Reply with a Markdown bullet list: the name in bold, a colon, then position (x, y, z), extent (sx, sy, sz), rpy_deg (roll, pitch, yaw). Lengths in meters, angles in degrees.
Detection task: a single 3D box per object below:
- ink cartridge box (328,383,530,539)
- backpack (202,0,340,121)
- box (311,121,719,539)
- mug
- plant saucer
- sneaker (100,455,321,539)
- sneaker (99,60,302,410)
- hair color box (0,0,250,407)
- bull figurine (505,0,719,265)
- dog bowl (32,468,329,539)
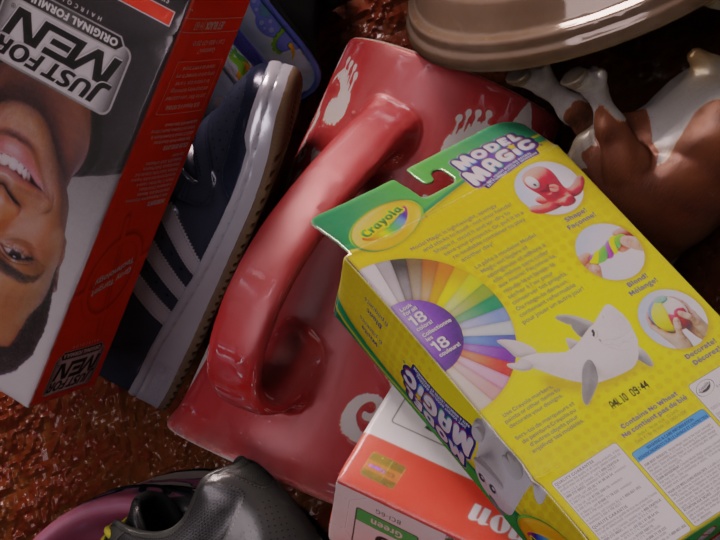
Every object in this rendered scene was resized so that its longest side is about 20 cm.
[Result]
- **ink cartridge box**: position (0.050, 0.094, 0.868), extent (0.109, 0.050, 0.200), rpy_deg (24, 52, 12)
- **backpack**: position (-0.137, -0.121, 1.058), extent (0.199, 0.183, 0.147), rpy_deg (-23, 35, 28)
- **box**: position (0.077, 0.032, 0.859), extent (0.117, 0.048, 0.200), rpy_deg (-27, 64, -26)
- **mug**: position (0.010, 0.004, 0.980), extent (0.133, 0.178, 0.201), rpy_deg (23, 88, -4)
- **plant saucer**: position (0.107, -0.153, 0.950), extent (0.199, 0.200, 0.030), rpy_deg (-14, 119, 26)
- **sneaker**: position (-0.092, 0.144, 0.959), extent (0.199, 0.074, 0.085), rpy_deg (-30, 86, 29)
- **sneaker**: position (-0.104, -0.028, 0.994), extent (0.108, 0.070, 0.201), rpy_deg (24, 126, -4)
- **hair color box**: position (-0.134, -0.054, 0.935), extent (0.101, 0.061, 0.201), rpy_deg (28, 107, 16)
- **bull figurine**: position (0.140, -0.059, 0.947), extent (0.200, 0.122, 0.065), rpy_deg (-36, 26, 4)
- **dog bowl**: position (-0.100, 0.196, 1.056), extent (0.199, 0.074, 0.201), rpy_deg (-5, 79, 29)
